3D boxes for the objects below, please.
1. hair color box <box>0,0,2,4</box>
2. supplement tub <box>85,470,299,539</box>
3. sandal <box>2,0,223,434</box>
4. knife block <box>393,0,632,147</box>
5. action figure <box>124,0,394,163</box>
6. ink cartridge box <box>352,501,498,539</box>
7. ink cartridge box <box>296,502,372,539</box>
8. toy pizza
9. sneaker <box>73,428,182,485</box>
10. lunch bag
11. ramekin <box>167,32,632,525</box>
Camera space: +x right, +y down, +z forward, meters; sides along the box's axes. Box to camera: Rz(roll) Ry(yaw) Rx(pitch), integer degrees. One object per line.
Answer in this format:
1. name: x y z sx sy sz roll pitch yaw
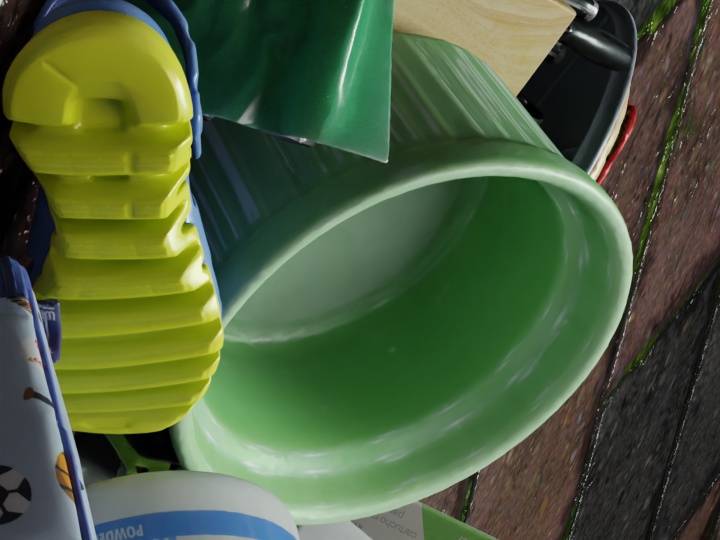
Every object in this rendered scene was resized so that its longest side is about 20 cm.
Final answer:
1. hair color box: -0.163 -0.089 0.747 0.099 0.060 0.200 -65 161 -1
2. supplement tub: -0.068 0.189 1.054 0.132 0.131 0.201 81 -5 -60
3. sandal: -0.086 -0.026 1.003 0.087 0.079 0.201 -92 -173 -50
4. knife block: 0.046 -0.118 1.194 0.175 0.064 0.201 -28 145 -25
5. action figure: -0.019 -0.149 1.039 0.055 0.118 0.201 42 63 -86
6. ink cartridge box: 0.002 0.218 1.464 0.201 0.145 0.084 -65 162 -4
7. ink cartridge box: -0.016 0.188 1.261 0.085 0.146 0.200 -51 -176 -19
8. toy pizza: 0.071 -0.040 1.341 0.200 0.032 0.201 -48 -160 24
9. sneaker: -0.074 0.080 1.174 0.200 0.083 0.072 -28 138 -62
10. lunch bag: -0.125 0.102 0.933 0.161 0.075 0.201 92 -12 -46
11. ramekin: 0.000 0.000 1.135 0.199 0.098 0.201 -18 141 -15
